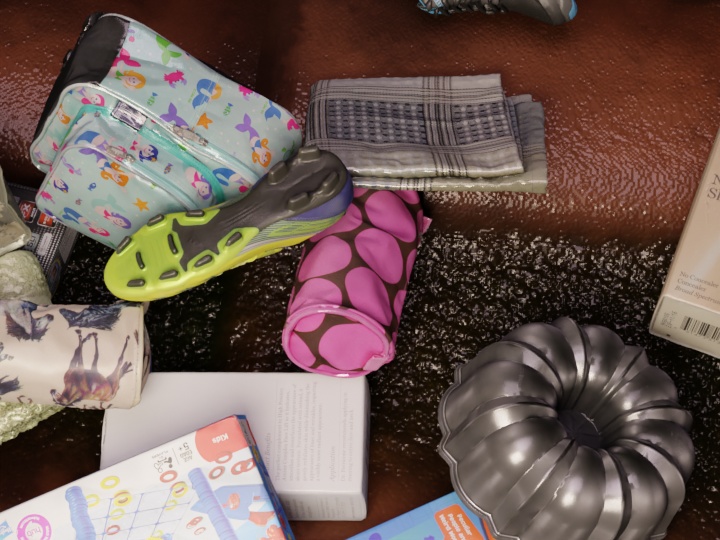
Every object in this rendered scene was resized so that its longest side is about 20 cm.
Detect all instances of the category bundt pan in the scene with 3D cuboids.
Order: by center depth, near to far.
[{"bbox_3d":[0.162,0.118,1.258,0.202,0.076,0.202,11,52,-15],"label":"bundt pan"}]

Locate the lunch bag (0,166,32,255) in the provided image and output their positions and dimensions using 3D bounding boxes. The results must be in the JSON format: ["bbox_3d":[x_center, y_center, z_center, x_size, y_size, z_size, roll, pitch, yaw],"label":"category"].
[{"bbox_3d":[-0.383,-0.059,1.316,0.200,0.118,0.164,-27,52,-11],"label":"lunch bag"}]

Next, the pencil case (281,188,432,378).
[{"bbox_3d":[0.000,0.000,1.320,0.094,0.091,0.200,34,39,-15],"label":"pencil case"}]

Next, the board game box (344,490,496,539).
[{"bbox_3d":[0.082,0.243,1.253,0.200,0.045,0.152,-23,65,-11],"label":"board game box"}]

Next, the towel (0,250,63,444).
[{"bbox_3d":[-0.317,0.079,1.303,0.200,0.036,0.148,-27,68,-11],"label":"towel"}]

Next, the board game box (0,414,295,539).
[{"bbox_3d":[-0.140,0.231,1.213,0.200,0.056,0.196,-23,83,-1],"label":"board game box"}]

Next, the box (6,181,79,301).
[{"bbox_3d":[-0.335,0.017,1.377,0.160,0.044,0.200,14,65,7],"label":"box"}]

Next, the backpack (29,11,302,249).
[{"bbox_3d":[-0.154,-0.093,1.348,0.200,0.178,0.151,22,64,-16],"label":"backpack"}]

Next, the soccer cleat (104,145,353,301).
[{"bbox_3d":[-0.094,-0.022,1.267,0.200,0.084,0.065,-28,62,-8],"label":"soccer cleat"}]

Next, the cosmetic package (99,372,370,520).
[{"bbox_3d":[-0.094,0.135,1.298,0.200,0.074,0.102,1,63,4],"label":"cosmetic package"}]

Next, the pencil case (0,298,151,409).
[{"bbox_3d":[-0.254,0.054,1.252,0.200,0.078,0.089,5,46,-2],"label":"pencil case"}]

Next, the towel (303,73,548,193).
[{"bbox_3d":[0.054,-0.116,1.384,0.200,0.035,0.193,2,27,0],"label":"towel"}]

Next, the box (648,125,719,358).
[{"bbox_3d":[0.310,-0.033,1.366,0.095,0.078,0.200,18,66,9],"label":"box"}]

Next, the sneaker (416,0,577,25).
[{"bbox_3d":[0.096,-0.252,1.496,0.200,0.073,0.082,27,83,20],"label":"sneaker"}]
